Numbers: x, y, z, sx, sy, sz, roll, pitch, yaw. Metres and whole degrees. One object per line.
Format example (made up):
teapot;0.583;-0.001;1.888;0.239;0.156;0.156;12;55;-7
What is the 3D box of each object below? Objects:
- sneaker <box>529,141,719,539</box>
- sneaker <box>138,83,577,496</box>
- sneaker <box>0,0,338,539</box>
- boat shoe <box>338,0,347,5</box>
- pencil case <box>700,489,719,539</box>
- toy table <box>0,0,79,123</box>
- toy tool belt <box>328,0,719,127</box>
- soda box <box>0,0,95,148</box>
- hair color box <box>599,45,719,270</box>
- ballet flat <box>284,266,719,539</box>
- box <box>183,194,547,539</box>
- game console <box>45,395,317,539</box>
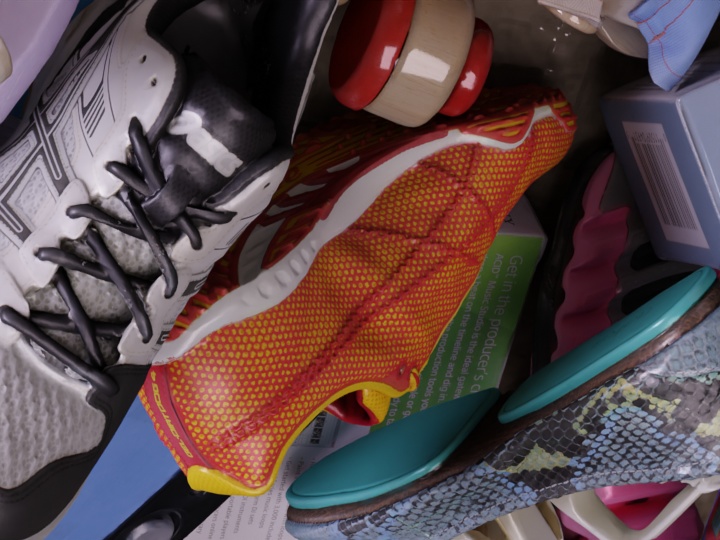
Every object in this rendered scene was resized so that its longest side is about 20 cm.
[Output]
sneaker;0.078;0.051;0.923;0.078;0.095;0.202;-2;100;-28
sneaker;0.000;0.000;0.822;0.200;0.073;0.078;-37;118;-38
sneaker;-0.066;-0.018;0.700;0.075;0.201;0.087;37;142;-21
boat shoe;-0.041;-0.155;0.747;0.069;0.074;0.201;-14;127;-13
pencil case;0.152;0.084;0.847;0.086;0.078;0.201;8;114;-19
toy table;-0.150;-0.084;0.661;0.201;0.183;0.117;-54;170;-17
toy tool belt;0.086;-0.111;0.785;0.122;0.125;0.201;21;117;-17
soda box;-0.158;-0.012;0.763;0.199;0.064;0.068;-26;91;-25
hair color box;0.184;-0.065;0.836;0.199;0.099;0.061;-23;97;-6
ballet flat;0.055;0.066;0.841;0.074;0.075;0.199;28;144;-29
box;-0.050;0.032;0.901;0.198;0.036;0.145;5;123;-17
game console;-0.094;0.106;0.802;0.176;0.117;0.200;-42;151;15
